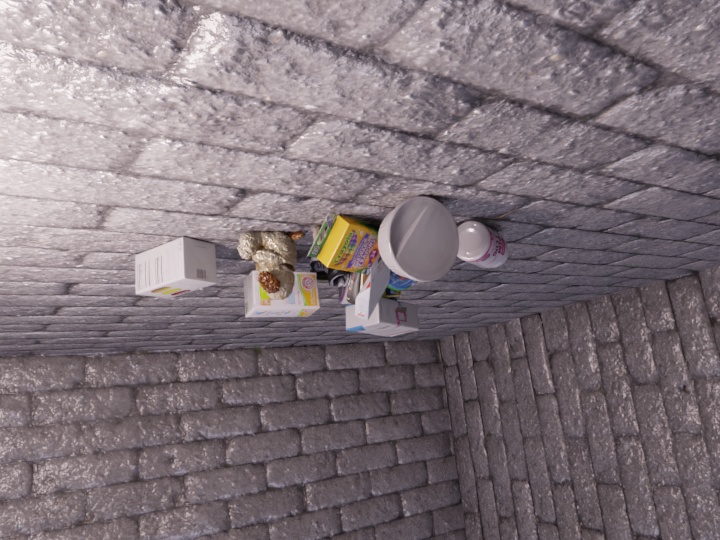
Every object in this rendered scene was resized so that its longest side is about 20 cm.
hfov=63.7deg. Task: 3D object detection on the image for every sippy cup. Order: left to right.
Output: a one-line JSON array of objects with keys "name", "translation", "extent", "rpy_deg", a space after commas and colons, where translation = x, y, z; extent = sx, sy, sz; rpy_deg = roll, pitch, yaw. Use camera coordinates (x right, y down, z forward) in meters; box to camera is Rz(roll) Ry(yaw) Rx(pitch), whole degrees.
[{"name": "sippy cup", "translation": [0.136, -0.017, 1.705], "extent": [0.177, 0.141, 0.130], "rpy_deg": [-37, -172, -28]}]

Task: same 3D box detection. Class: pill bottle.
[{"name": "pill bottle", "translation": [0.351, -0.069, 1.670], "extent": [0.112, 0.115, 0.199], "rpy_deg": [-15, 165, 30]}]

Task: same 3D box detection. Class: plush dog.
[{"name": "plush dog", "translation": [-0.215, -0.007, 1.515], "extent": [0.158, 0.174, 0.200], "rpy_deg": [-10, 165, 12]}]

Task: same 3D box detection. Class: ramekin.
[{"name": "ramekin", "translation": [0.132, -0.073, 1.401], "extent": [0.200, 0.205, 0.094], "rpy_deg": [0, 178, -26]}]

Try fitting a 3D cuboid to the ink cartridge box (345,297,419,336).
[{"name": "ink cartridge box", "translation": [0.070, 0.149, 1.822], "extent": [0.144, 0.086, 0.199], "rpy_deg": [-17, 157, 41]}]

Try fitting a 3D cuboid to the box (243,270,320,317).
[{"name": "box", "translation": [-0.228, 0.070, 1.679], "extent": [0.198, 0.114, 0.101], "rpy_deg": [3, 161, -26]}]

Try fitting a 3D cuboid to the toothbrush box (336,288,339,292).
[{"name": "toothbrush box", "translation": [0.037, 0.022, 1.940], "extent": [0.198, 0.087, 0.145], "rpy_deg": [-18, 160, 33]}]

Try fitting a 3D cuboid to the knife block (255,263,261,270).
[{"name": "knife block", "translation": [-0.226, -0.009, 1.736], "extent": [0.174, 0.065, 0.199], "rpy_deg": [-18, 162, 41]}]

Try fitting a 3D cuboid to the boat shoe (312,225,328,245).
[{"name": "boat shoe", "translation": [-0.070, -0.068, 1.554], "extent": [0.072, 0.076, 0.200], "rpy_deg": [-9, 167, 10]}]

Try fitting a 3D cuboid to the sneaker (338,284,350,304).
[{"name": "sneaker", "translation": [0.004, 0.020, 1.790], "extent": [0.098, 0.075, 0.202], "rpy_deg": [13, 119, -19]}]

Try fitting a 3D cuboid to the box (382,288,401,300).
[{"name": "box", "translation": [0.070, 0.077, 1.857], "extent": [0.063, 0.071, 0.200], "rpy_deg": [-1, 163, -15]}]

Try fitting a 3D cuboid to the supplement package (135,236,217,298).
[{"name": "supplement package", "translation": [-0.490, -0.003, 1.533], "extent": [0.198, 0.111, 0.113], "rpy_deg": [-15, 163, 32]}]

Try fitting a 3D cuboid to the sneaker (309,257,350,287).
[{"name": "sneaker", "translation": [-0.092, -0.001, 1.728], "extent": [0.075, 0.115, 0.199], "rpy_deg": [3, 163, -33]}]

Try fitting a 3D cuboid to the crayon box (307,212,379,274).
[{"name": "crayon box", "translation": [-0.028, -0.065, 1.483], "extent": [0.199, 0.127, 0.051], "rpy_deg": [10, -157, -49]}]

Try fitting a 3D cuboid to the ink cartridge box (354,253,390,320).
[{"name": "ink cartridge box", "translation": [0.035, 0.010, 1.557], "extent": [0.050, 0.163, 0.202], "rpy_deg": [16, 136, 17]}]

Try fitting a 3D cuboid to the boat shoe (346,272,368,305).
[{"name": "boat shoe", "translation": [-0.001, 0.000, 1.642], "extent": [0.062, 0.204, 0.073], "rpy_deg": [12, -169, 24]}]

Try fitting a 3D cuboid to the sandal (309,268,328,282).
[{"name": "sandal", "translation": [-0.064, 0.000, 1.836], "extent": [0.198, 0.081, 0.058], "rpy_deg": [-7, 153, 2]}]
